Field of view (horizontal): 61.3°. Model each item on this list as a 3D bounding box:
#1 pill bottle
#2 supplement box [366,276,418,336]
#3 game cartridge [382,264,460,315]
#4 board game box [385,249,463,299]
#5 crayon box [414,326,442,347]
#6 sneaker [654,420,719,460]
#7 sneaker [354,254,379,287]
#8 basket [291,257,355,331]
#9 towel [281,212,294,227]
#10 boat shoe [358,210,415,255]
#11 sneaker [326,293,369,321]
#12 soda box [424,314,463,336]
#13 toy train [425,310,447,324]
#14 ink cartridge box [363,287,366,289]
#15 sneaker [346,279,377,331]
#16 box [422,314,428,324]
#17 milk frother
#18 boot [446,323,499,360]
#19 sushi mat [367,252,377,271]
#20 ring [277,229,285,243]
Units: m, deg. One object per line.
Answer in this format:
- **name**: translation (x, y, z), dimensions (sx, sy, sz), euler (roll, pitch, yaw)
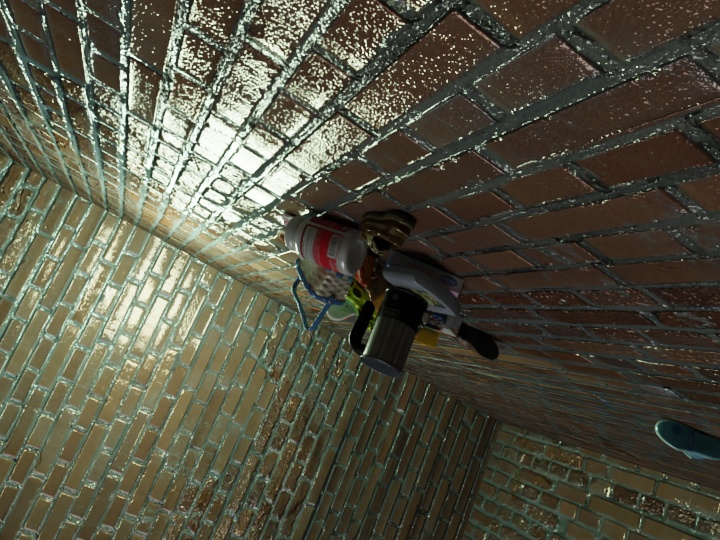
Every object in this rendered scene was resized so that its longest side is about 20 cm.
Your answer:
- **pill bottle**: translation (-0.089, -0.069, 1.503), dimensions (0.195, 0.115, 0.112), euler (19, 167, 28)
- **supplement box**: translation (0.089, 0.114, 1.677), dimensions (0.201, 0.068, 0.067), euler (54, -170, -37)
- **game cartridge**: translation (0.157, 0.051, 1.494), dimensions (0.131, 0.042, 0.199), euler (4, 154, 48)
- **board game box**: translation (0.164, 0.030, 1.567), dimensions (0.194, 0.042, 0.201), euler (23, 167, 12)
- **crayon box**: translation (0.166, 0.188, 1.868), dimensions (0.122, 0.053, 0.200), euler (19, 177, -7)
- **sneaker**: translation (0.986, 0.524, 1.858), dimensions (0.195, 0.081, 0.131), euler (23, 166, 15)
- **sneaker**: translation (0.000, 0.000, 1.650), dimensions (0.076, 0.074, 0.201), euler (30, 166, 15)
- **basket**: translation (-0.109, 0.037, 1.625), dimensions (0.137, 0.201, 0.179), euler (22, -151, -41)
- **towel**: translation (-0.146, -0.094, 1.709), dimensions (0.143, 0.031, 0.200), euler (24, 167, 6)
- **boat shoe**: translation (0.042, -0.076, 1.302), dimensions (0.074, 0.076, 0.199), euler (29, 167, -19)
- **sneaker**: translation (-0.001, 0.115, 1.805), dimensions (0.193, 0.080, 0.082), euler (-1, 164, 4)
- **soda box**: translation (0.209, 0.135, 1.852), dimensions (0.196, 0.065, 0.068), euler (17, 166, 33)
- **toy train**: translation (0.170, 0.093, 1.645), dimensions (0.198, 0.035, 0.045), euler (33, 153, -28)
- **ink cartridge box**: translation (-0.031, 0.070, 1.910), dimensions (0.066, 0.119, 0.200), euler (-16, 155, 12)
- **sneaker**: translation (-0.001, 0.082, 1.731), dimensions (0.202, 0.073, 0.084), euler (54, -172, -5)
- **box**: translation (0.123, 0.095, 1.823), dimensions (0.197, 0.084, 0.068), euler (9, 159, 47)
- **milk frother**: translation (0.090, 0.175, 1.545), dimensions (0.199, 0.192, 0.178), euler (39, 156, -33)
- **boot**: translation (0.345, 0.234, 1.973), dimensions (0.184, 0.070, 0.200), euler (25, 168, 2)
- **sushi mat**: translation (0.003, -0.029, 1.715), dimensions (0.093, 0.012, 0.200), euler (24, 167, 4)
- **ring**: translation (-0.151, -0.063, 1.742), dimensions (0.195, 0.020, 0.201), euler (21, 166, 5)
